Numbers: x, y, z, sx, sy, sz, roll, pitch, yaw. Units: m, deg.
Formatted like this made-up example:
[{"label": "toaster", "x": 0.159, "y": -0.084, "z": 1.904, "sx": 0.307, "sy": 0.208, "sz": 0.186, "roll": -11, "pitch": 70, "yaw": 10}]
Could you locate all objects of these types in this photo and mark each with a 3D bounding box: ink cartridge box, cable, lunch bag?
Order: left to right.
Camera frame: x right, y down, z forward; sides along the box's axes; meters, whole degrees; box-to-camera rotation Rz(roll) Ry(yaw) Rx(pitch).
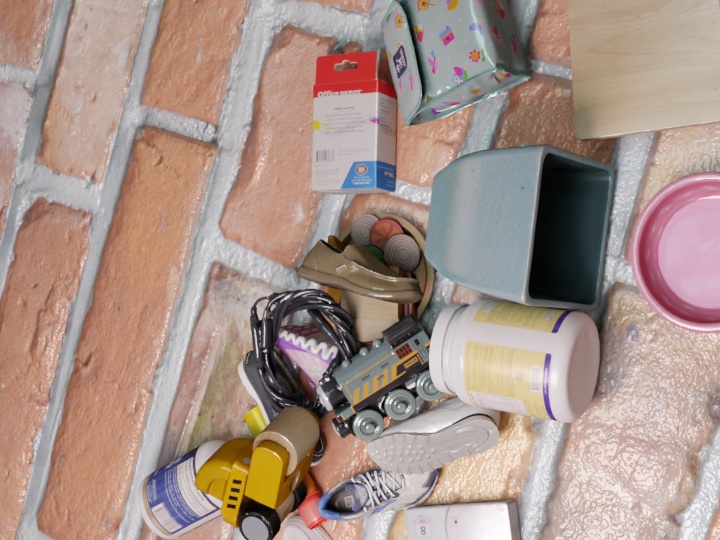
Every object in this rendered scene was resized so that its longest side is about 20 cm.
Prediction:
[{"label": "cable", "x": -0.079, "y": 0.127, "z": 1.710, "sx": 0.161, "sy": 0.051, "sz": 0.203, "roll": -6, "pitch": 94, "yaw": 17}, {"label": "ink cartridge box", "x": -0.009, "y": -0.219, "z": 1.760, "sx": 0.115, "sy": 0.067, "sz": 0.203, "roll": 0, "pitch": 87, "yaw": 29}, {"label": "lunch bag", "x": 0.118, "y": -0.314, "z": 1.664, "sx": 0.198, "sy": 0.121, "sz": 0.173, "roll": -21, "pitch": 79, "yaw": 36}, {"label": "ink cartridge box", "x": 0.150, "y": 0.427, "z": 1.639, "sx": 0.160, "sy": 0.057, "sz": 0.203, "roll": -10, "pitch": 77, "yaw": 28}]

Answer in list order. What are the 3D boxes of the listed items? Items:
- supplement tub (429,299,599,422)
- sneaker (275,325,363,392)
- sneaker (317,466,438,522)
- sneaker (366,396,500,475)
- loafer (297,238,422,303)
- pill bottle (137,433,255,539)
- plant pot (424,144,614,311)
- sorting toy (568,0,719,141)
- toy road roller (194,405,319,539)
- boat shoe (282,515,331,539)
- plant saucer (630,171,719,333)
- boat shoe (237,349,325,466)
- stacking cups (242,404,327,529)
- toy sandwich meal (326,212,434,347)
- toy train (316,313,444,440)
[{"label": "supplement tub", "x": 0.206, "y": 0.117, "z": 1.570, "sx": 0.198, "sy": 0.145, "sz": 0.148, "roll": 7, "pitch": 91, "yaw": 30}, {"label": "sneaker", "x": -0.061, "y": 0.142, "z": 1.767, "sx": 0.198, "sy": 0.080, "sz": 0.090, "roll": 20, "pitch": 105, "yaw": 29}, {"label": "sneaker", "x": 0.023, "y": 0.321, "z": 1.699, "sx": 0.198, "sy": 0.085, "sz": 0.078, "roll": -29, "pitch": 73, "yaw": 25}, {"label": "sneaker", "x": 0.103, "y": 0.226, "z": 1.653, "sx": 0.197, "sy": 0.081, "sz": 0.077, "roll": -14, "pitch": 124, "yaw": 17}, {"label": "loafer", "x": 0.000, "y": 0.000, "z": 1.665, "sx": 0.197, "sy": 0.076, "sz": 0.068, "roll": 13, "pitch": 89, "yaw": 26}, {"label": "pill bottle", "x": -0.244, "y": 0.333, "z": 1.839, "sx": 0.199, "sy": 0.111, "sz": 0.112, "roll": -30, "pitch": 73, "yaw": 25}, {"label": "plant pot", "x": 0.199, "y": -0.060, "z": 1.568, "sx": 0.198, "sy": 0.194, "sz": 0.200, "roll": 8, "pitch": 91, "yaw": 41}, {"label": "sorting toy", "x": 0.381, "y": -0.277, "z": 1.536, "sx": 0.197, "sy": 0.069, "sz": 0.202, "roll": -5, "pitch": 85, "yaw": 29}, {"label": "toy road roller", "x": -0.152, "y": 0.279, "z": 1.682, "sx": 0.144, "sy": 0.123, "sz": 0.202, "roll": 24, "pitch": 119, "yaw": 14}, {"label": "boat shoe", "x": -0.067, "y": 0.458, "z": 1.751, "sx": 0.072, "sy": 0.068, "sz": 0.202, "roll": -37, "pitch": 68, "yaw": 23}, {"label": "plant saucer", "x": 0.446, "y": -0.022, "z": 1.494, "sx": 0.198, "sy": 0.051, "sz": 0.204, "roll": -3, "pitch": 85, "yaw": 30}, {"label": "boat shoe", "x": -0.113, "y": 0.202, "z": 1.780, "sx": 0.201, "sy": 0.075, "sz": 0.060, "roll": 51, "pitch": 124, "yaw": 11}, {"label": "stacking cups", "x": -0.107, "y": 0.298, "z": 1.797, "sx": 0.060, "sy": 0.060, "sz": 0.201, "roll": -39, "pitch": 72, "yaw": 22}, {"label": "toy sandwich meal", "x": 0.018, "y": 0.014, "z": 1.729, "sx": 0.202, "sy": 0.070, "sz": 0.209, "roll": -2, "pitch": 86, "yaw": 30}, {"label": "toy train", "x": 0.034, "y": 0.151, "z": 1.648, "sx": 0.198, "sy": 0.085, "sz": 0.115, "roll": -32, "pitch": 108, "yaw": 0}]
